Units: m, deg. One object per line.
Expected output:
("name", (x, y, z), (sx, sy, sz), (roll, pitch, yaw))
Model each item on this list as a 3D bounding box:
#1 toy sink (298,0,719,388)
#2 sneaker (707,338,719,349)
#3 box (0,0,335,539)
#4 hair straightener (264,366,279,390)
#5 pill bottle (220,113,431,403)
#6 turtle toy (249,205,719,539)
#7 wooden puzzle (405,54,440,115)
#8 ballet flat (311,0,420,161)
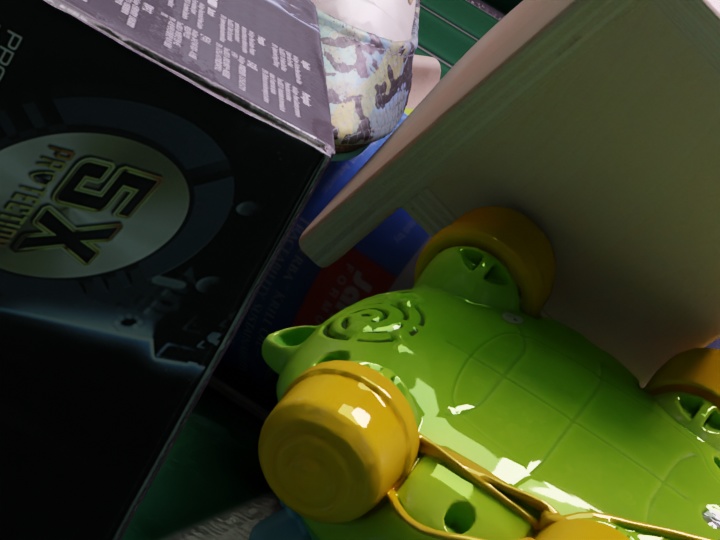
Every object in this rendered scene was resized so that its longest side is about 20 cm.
("toy sink", (0.095, -0.043, 0.863), (0.112, 0.200, 0.130), (46, 48, -5))
("sneaker", (0.104, -0.011, 1.096), (0.109, 0.070, 0.200), (54, 6, -19))
("box", (-0.082, 0.007, 0.588), (0.086, 0.164, 0.200), (28, 10, -8))
("hair straightener", (0.066, 0.022, 0.906), (0.199, 0.077, 0.041), (-8, -13, -8))
("pill bottle", (0.000, 0.000, 0.993), (0.200, 0.113, 0.112), (33, 11, 18))
("turtle toy", (0.052, 0.080, 0.783), (0.200, 0.101, 0.146), (34, 34, 8))
("wooden puzzle", (0.059, -0.003, 1.140), (0.201, 0.037, 0.185), (60, 14, 6))
("ballet flat", (-0.007, -0.103, 0.975), (0.074, 0.074, 0.200), (28, 21, -12))
